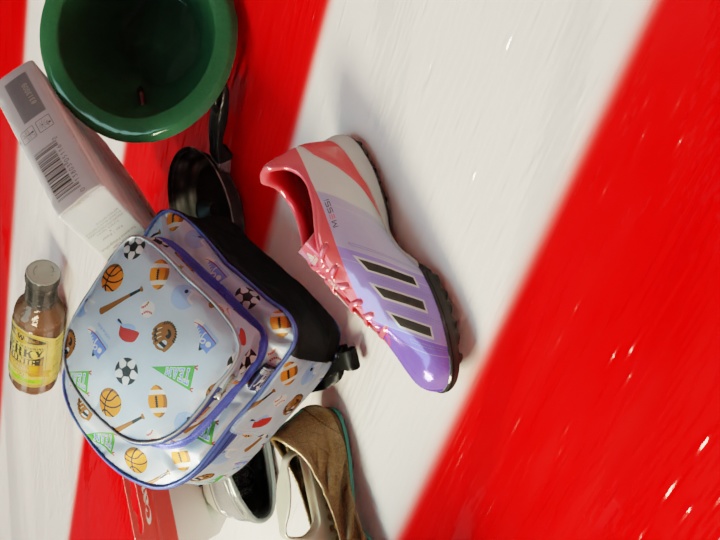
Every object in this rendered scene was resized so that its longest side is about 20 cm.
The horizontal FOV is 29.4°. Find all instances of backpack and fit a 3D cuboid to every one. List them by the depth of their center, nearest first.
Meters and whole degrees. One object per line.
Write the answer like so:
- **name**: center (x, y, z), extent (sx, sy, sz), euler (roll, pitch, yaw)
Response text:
- **backpack**: center (-0.134, 0.071, 1.048), extent (0.200, 0.154, 0.191), euler (43, 111, 28)

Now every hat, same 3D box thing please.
- **hat**: center (-0.161, -0.190, 1.154), extent (0.200, 0.176, 0.166), euler (45, 100, 14)

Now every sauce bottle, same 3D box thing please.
- **sauce bottle**: center (-0.385, 0.066, 1.632), extent (0.065, 0.064, 0.201), euler (54, 146, 31)

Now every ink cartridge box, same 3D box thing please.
- **ink cartridge box**: center (-0.214, -0.061, 1.144), extent (0.160, 0.047, 0.200), euler (54, 179, 34)
- **ink cartridge box**: center (-0.163, 0.170, 1.216), extent (0.200, 0.050, 0.162), euler (-78, -21, -78)

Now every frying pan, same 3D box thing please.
- **frying pan**: center (-0.130, -0.084, 1.150), extent (0.115, 0.031, 0.191), euler (32, 128, 47)

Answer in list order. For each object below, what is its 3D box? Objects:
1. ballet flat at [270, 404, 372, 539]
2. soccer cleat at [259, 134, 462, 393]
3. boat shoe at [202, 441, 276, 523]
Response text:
- **ballet flat**: center (-0.027, 0.208, 1.080), extent (0.068, 0.072, 0.202), euler (-10, 96, 59)
- **soccer cleat**: center (0.000, 0.000, 0.927), extent (0.201, 0.073, 0.068), euler (63, 149, 19)
- **boat shoe**: center (-0.109, 0.129, 1.198), extent (0.071, 0.070, 0.202), euler (12, 119, 46)
